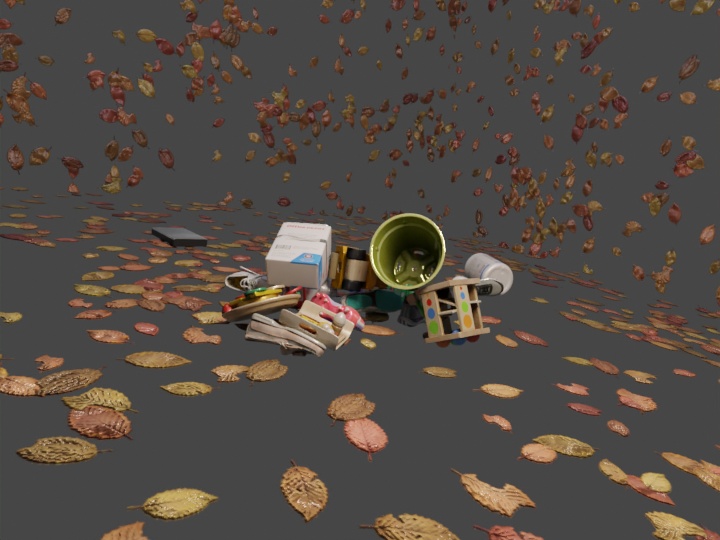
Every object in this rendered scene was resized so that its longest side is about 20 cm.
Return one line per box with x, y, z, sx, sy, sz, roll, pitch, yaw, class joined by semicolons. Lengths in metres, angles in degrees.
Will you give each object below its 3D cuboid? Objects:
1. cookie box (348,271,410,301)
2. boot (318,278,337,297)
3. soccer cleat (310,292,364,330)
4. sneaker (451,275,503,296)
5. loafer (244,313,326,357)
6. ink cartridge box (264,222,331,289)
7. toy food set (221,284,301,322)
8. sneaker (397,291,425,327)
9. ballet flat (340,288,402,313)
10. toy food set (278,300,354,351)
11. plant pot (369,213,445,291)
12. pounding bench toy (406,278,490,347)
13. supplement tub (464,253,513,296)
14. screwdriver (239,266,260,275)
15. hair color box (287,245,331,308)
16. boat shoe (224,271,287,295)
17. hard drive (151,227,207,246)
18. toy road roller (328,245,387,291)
0.076;0.053;1.718;0.196;0.077;0.171;3;14;-28;cookie box
-0.118;0.037;1.689;0.093;0.075;0.201;13;20;-10;boot
-0.068;0.113;1.404;0.076;0.068;0.198;39;-14;-36;soccer cleat
0.436;0.070;1.959;0.195;0.076;0.080;2;22;-3;sneaker
-0.166;0.155;1.143;0.197;0.064;0.072;19;-18;27;loafer
-0.164;-0.045;1.442;0.141;0.086;0.201;5;34;5;ink cartridge box
-0.231;0.077;1.252;0.195;0.050;0.198;-20;-8;36;toy food set
0.178;0.103;1.539;0.073;0.090;0.199;16;14;28;sneaker
0.028;0.090;1.549;0.196;0.073;0.072;4;13;-26;ballet flat
-0.094;0.115;1.220;0.141;0.061;0.200;26;5;8;toy food set
0.139;-0.028;1.439;0.196;0.205;0.184;13;-11;16;plant pot
0.214;0.121;1.379;0.122;0.160;0.198;-2;-11;-40;pounding bench toy
0.507;0.014;2.097;0.129;0.135;0.200;7;13;-11;supplement tub
-0.263;0.029;1.552;0.197;0.028;0.029;28;-31;-11;screwdriver
-0.146;0.010;1.533;0.060;0.103;0.201;12;33;15;hair color box
-0.303;0.041;1.484;0.198;0.076;0.086;13;12;29;boat shoe
-0.706;-0.131;2.055;0.138;0.034;0.198;-3;17;-45;hard drive
0.000;0.000;1.544;0.143;0.126;0.199;8;2;-23;toy road roller
